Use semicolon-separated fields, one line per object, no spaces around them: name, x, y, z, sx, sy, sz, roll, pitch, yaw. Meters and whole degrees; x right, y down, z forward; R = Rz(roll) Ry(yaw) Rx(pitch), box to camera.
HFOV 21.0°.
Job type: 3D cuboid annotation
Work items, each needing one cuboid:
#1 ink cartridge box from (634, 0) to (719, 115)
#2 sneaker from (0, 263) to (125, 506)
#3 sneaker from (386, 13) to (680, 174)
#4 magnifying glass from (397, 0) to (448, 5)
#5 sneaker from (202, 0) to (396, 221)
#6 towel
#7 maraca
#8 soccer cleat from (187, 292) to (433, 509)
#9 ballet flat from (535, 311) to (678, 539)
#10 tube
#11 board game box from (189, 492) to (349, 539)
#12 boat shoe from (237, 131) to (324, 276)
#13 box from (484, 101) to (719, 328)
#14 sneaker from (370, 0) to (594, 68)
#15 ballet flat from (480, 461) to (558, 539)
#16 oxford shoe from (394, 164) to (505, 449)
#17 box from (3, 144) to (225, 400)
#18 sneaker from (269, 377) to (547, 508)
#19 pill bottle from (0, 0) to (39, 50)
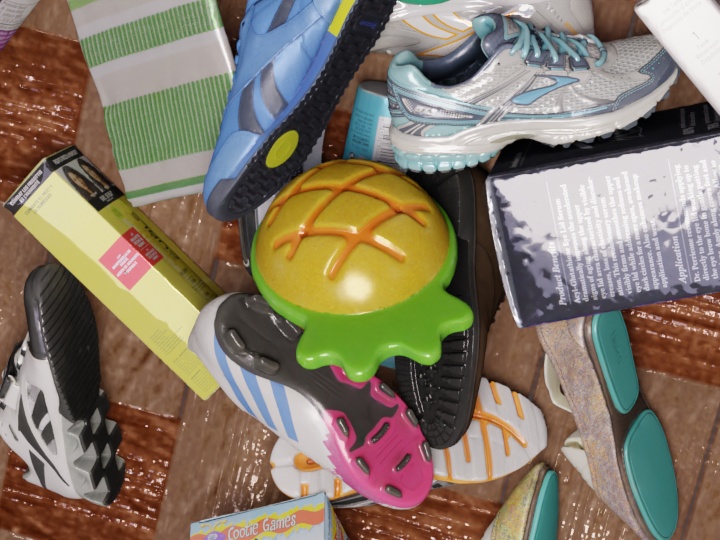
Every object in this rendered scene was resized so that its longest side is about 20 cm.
ink cartridge box;0.196;-0.186;1.230;0.045;0.200;0.176;-38;94;16
sneaker;-0.233;0.084;1.402;0.088;0.074;0.201;5;122;18
sneaker;0.111;-0.127;1.266;0.199;0.078;0.087;-16;119;-2
magnifying glass;-0.004;-0.243;1.308;0.200;0.022;0.080;34;75;20
sneaker;-0.055;-0.129;1.276;0.078;0.066;0.201;36;101;21
towel;-0.139;-0.149;1.345;0.152;0.023;0.201;-8;101;46
maraca;0.000;0.000;1.266;0.137;0.200;0.107;-16;130;-3
soccer cleat;-0.034;0.089;1.331;0.200;0.086;0.070;44;62;-12
ballet flat;0.170;0.103;1.365;0.067;0.068;0.201;-2;115;38
tube;0.007;-0.031;1.374;0.077;0.050;0.201;14;107;13
board game box;-0.040;0.267;1.367;0.104;0.103;0.200;-14;130;12
boat shoe;-0.061;-0.086;1.363;0.056;0.068;0.201;2;95;50
box;0.192;-0.044;1.288;0.199;0.148;0.105;-11;101;12
sneaker;0.065;-0.155;1.325;0.199;0.076;0.092;-9;104;12
ballet flat;0.107;0.235;1.405;0.070;0.071;0.201;1;102;9
oxford shoe;0.074;0.024;1.347;0.072;0.084;0.201;6;90;43
box;-0.160;0.000;1.391;0.200;0.075;0.050;45;104;-1
sneaker;0.034;0.127;1.390;0.199;0.077;0.079;-8;70;-3
pill bottle;-0.270;-0.213;1.335;0.112;0.112;0.200;41;111;-1
